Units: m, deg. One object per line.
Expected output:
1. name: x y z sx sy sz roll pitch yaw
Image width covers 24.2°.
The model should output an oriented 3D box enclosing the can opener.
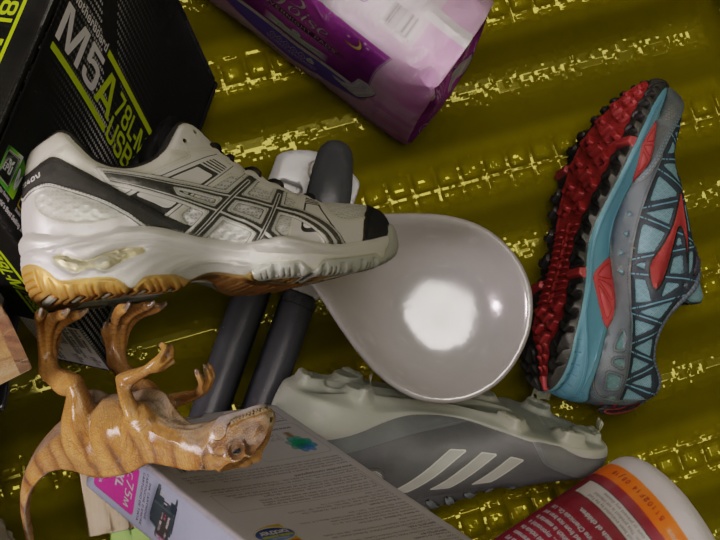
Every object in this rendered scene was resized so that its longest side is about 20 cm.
1. can opener: -0.051 0.020 0.953 0.053 0.067 0.202 20 76 -3

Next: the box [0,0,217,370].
1. box: -0.145 -0.077 0.877 0.047 0.201 0.195 11 64 18

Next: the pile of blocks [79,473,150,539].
1. pile of blocks: -0.088 0.176 0.917 0.082 0.062 0.201 -34 89 -8

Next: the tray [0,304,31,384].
1. tray: -0.223 0.042 0.839 0.098 0.200 0.037 -27 100 -12

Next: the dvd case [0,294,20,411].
1. dvd case: -0.289 -0.007 0.952 0.198 0.016 0.151 8 77 -6

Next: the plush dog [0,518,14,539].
1. plush dog: -0.247 0.187 0.866 0.171 0.160 0.201 -40 84 13

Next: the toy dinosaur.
1. toy dinosaur: -0.125 0.072 0.781 0.060 0.199 0.108 1 78 -44

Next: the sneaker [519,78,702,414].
1. sneaker: 0.160 -0.012 0.997 0.095 0.079 0.202 23 79 -22

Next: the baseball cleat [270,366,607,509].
1. baseball cleat: 0.039 0.113 0.956 0.198 0.070 0.108 12 103 -12

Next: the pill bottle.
1. pill bottle: 0.097 0.198 0.914 0.199 0.113 0.114 -31 84 -13

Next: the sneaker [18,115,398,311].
1. sneaker: -0.068 -0.033 0.812 0.198 0.075 0.089 -3 81 -34

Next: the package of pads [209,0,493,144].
1. package of pads: -0.023 -0.169 0.968 0.199 0.121 0.076 38 76 1

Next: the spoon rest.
1. spoon rest: 0.000 0.000 0.906 0.198 0.061 0.100 25 88 -4

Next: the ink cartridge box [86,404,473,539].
1. ink cartridge box: -0.030 0.125 0.809 0.119 0.199 0.042 -3 111 -43
